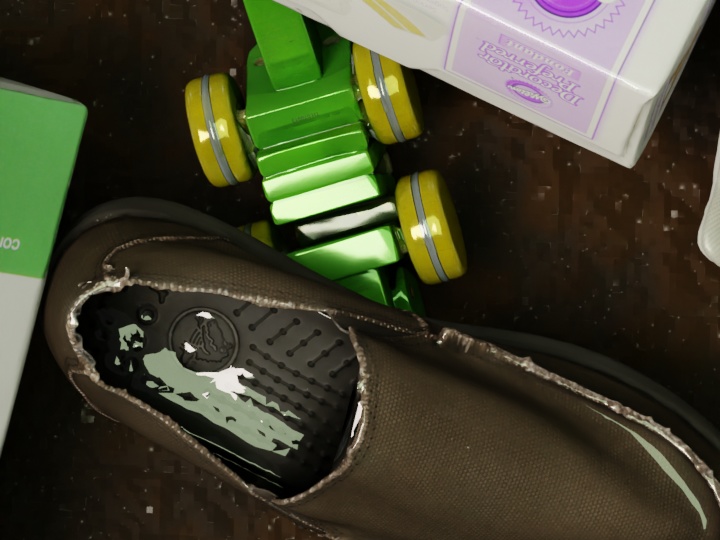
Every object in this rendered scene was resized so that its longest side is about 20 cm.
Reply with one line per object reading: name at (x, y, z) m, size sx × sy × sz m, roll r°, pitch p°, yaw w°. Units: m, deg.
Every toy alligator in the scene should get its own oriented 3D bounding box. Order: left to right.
toy alligator at (0.000, 0.000, 0.792) m, size 0.059 × 0.054 × 0.200 m, roll -16°, pitch 99°, yaw 8°

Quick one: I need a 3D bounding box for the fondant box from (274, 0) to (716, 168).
fondant box at (0.049, -0.147, 0.746) m, size 0.144 × 0.058 × 0.200 m, roll 26°, pitch 75°, yaw 5°

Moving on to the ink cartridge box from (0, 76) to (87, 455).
ink cartridge box at (-0.165, 0.033, 0.762) m, size 0.147 × 0.083 × 0.200 m, roll 18°, pitch 95°, yaw 46°

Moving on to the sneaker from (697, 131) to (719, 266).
sneaker at (0.133, -0.077, 0.713) m, size 0.074 × 0.087 × 0.200 m, roll 24°, pitch 129°, yaw 22°

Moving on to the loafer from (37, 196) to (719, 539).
loafer at (0.006, 0.046, 0.735) m, size 0.200 × 0.071 × 0.073 m, roll 20°, pitch 102°, yaw 2°
